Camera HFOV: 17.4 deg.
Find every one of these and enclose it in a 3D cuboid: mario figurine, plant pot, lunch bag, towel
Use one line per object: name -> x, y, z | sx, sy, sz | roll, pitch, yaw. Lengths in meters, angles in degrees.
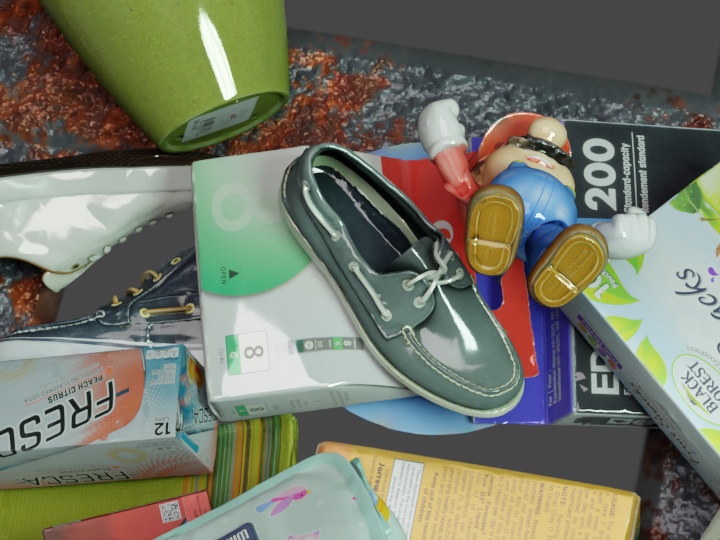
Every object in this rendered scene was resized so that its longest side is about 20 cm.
mario figurine -> 0.101, -0.053, 1.381 | 0.106, 0.200, 0.123 | -27, 104, 8
plant pot -> -0.127, -0.186, 1.551 | 0.187, 0.187, 0.200 | -22, 81, -2
lunch bag -> -0.052, 0.184, 1.308 | 0.170, 0.200, 0.122 | -27, 87, 0
towel -> -0.136, 0.137, 1.470 | 0.200, 0.018, 0.086 | -10, 46, 12

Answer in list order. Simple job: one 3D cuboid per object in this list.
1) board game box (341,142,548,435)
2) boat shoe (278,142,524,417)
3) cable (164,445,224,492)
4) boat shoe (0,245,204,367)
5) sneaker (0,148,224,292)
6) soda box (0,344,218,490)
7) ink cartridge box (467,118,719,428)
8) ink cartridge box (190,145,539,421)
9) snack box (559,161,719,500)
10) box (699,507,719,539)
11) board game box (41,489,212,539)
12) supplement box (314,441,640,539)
board game box -> 0.042, 0.016, 1.506 | 0.158, 0.039, 0.200 | 15, 67, 4
boat shoe -> 0.026, 0.004, 1.408 | 0.073, 0.062, 0.200 | -36, 79, -23
cable -> -0.137, 0.194, 1.456 | 0.200, 0.050, 0.097 | -44, 63, -10
boat shoe -> -0.136, 0.032, 1.515 | 0.200, 0.071, 0.091 | 1, 67, 0
sneaker -> -0.174, -0.033, 1.554 | 0.200, 0.073, 0.085 | -6, 103, -4
soda box -> -0.191, 0.094, 1.465 | 0.200, 0.068, 0.064 | -7, 63, 16
ink cartridge box -> 0.169, 0.003, 1.477 | 0.200, 0.043, 0.198 | 2, 69, -7
ink cartridge box -> 0.000, 0.000, 1.454 | 0.200, 0.050, 0.161 | -9, 68, 7
snack box -> 0.235, 0.048, 1.418 | 0.142, 0.053, 0.200 | -37, 80, -16
box -> 0.307, 0.177, 1.328 | 0.200, 0.109, 0.128 | 41, 75, -21
board game box -> -0.119, 0.241, 1.415 | 0.103, 0.019, 0.200 | -14, 87, -3
supplement box -> 0.068, 0.157, 1.439 | 0.200, 0.067, 0.069 | 7, 70, 10
